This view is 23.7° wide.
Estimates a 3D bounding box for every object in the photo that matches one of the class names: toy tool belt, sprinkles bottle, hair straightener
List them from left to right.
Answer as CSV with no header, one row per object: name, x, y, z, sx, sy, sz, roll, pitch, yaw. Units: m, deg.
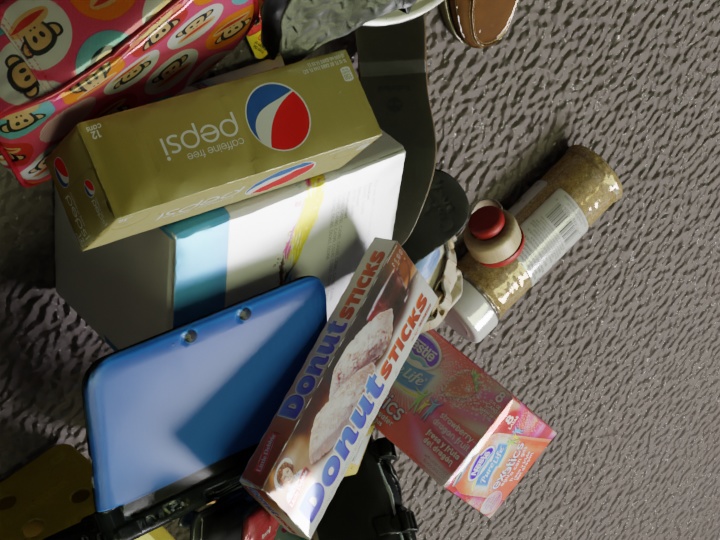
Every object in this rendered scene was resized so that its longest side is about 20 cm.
hair straightener,-0.090,0.164,1.215,0.200,0.076,0.041,-42,135,-75
toy tool belt,0.030,-0.017,1.383,0.199,0.125,0.123,-29,136,1
sprinkles bottle,0.150,-0.025,1.562,0.200,0.068,0.068,-44,143,-12

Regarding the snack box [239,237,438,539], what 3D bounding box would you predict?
snack box,-0.012,0.079,1.174,0.201,0.024,0.072,-61,139,-22

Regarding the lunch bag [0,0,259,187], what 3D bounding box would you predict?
lunch bag,-0.155,-0.138,1.073,0.199,0.082,0.176,-36,169,-8

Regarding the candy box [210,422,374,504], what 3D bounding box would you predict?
candy box,-0.099,0.124,1.369,0.199,0.116,0.057,-7,124,-45

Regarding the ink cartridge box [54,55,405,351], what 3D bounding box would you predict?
ink cartridge box,-0.094,-0.036,1.213,0.199,0.147,0.147,-23,137,-34

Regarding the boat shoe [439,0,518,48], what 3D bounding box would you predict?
boat shoe,0.109,-0.252,1.325,0.072,0.068,0.201,-28,139,-32

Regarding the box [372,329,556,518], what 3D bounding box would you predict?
box,0.053,0.103,1.449,0.095,0.200,0.103,-51,143,0

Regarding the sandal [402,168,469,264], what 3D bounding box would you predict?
sandal,0.000,-0.001,1.319,0.200,0.076,0.043,-48,-174,6

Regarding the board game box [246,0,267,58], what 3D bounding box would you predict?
board game box,-0.012,-0.241,1.238,0.200,0.030,0.096,-41,142,-12

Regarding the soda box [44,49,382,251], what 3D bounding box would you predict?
soda box,-0.090,-0.077,1.074,0.199,0.064,0.068,-21,174,-32

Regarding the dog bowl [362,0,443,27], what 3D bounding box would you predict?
dog bowl,0.004,-0.272,1.158,0.199,0.074,0.202,-17,120,-31

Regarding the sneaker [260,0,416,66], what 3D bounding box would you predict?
sneaker,0.019,-0.215,1.111,0.199,0.060,0.105,-27,124,-18

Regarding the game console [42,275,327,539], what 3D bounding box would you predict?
game console,-0.122,0.101,1.170,0.199,0.170,0.119,-21,89,-37

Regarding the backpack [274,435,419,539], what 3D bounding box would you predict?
backpack,-0.022,0.252,1.514,0.149,0.178,0.201,-16,146,-4

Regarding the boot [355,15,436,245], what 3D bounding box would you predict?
boot,0.024,-0.112,1.296,0.075,0.073,0.202,-35,130,-84

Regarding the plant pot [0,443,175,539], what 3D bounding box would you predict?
plant pot,-0.219,0.255,1.297,0.199,0.200,0.177,-34,129,-24
